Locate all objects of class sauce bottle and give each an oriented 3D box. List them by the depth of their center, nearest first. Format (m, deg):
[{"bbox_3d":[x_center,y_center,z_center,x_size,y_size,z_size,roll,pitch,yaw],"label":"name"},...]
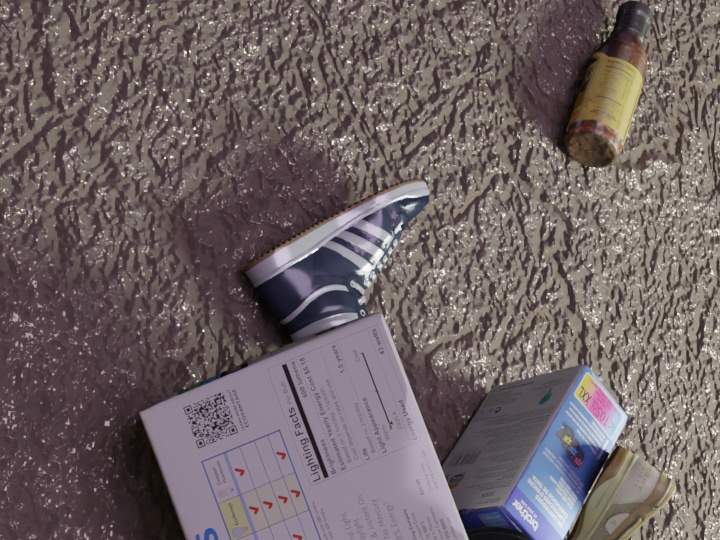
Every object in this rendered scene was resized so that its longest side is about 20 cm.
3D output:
[{"bbox_3d":[0.275,-0.206,1.442,0.066,0.066,0.202,35,58,-20],"label":"sauce bottle"}]

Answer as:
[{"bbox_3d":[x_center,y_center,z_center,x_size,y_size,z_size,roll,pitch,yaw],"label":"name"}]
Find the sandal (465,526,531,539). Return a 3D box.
[{"bbox_3d":[0.053,0.271,1.092,0.198,0.048,0.076,-20,110,5],"label":"sandal"}]

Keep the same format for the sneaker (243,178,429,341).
[{"bbox_3d":[0.000,0.000,1.191,0.199,0.070,0.109,-29,88,-29],"label":"sneaker"}]

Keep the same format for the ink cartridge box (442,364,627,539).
[{"bbox_3d":[0.134,0.188,1.184,0.076,0.136,0.200,48,56,-14],"label":"ink cartridge box"}]

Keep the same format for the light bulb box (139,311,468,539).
[{"bbox_3d":[-0.044,0.160,1.036,0.198,0.125,0.200,-21,88,-5],"label":"light bulb box"}]

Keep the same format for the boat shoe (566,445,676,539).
[{"bbox_3d":[0.222,0.241,1.196,0.063,0.202,0.073,27,41,14],"label":"boat shoe"}]
